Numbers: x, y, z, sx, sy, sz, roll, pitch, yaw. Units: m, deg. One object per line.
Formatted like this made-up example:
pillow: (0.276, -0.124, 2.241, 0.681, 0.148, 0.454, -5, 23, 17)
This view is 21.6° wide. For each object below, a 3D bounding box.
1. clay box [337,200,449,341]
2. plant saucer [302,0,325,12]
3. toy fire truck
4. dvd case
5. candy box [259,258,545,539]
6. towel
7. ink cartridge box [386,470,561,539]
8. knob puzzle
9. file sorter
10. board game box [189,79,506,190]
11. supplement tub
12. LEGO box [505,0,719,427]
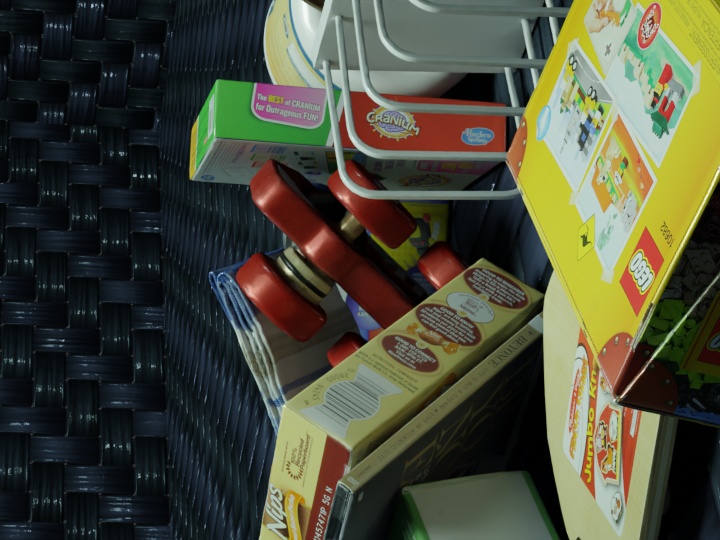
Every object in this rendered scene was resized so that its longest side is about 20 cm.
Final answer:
clay box: (0.004, 0.034, 1.431, 0.048, 0.115, 0.200, -172, 84, -79)
plant saucer: (0.024, -0.226, 1.210, 0.200, 0.200, 0.037, 111, 174, -58)
toy fire truck: (0.000, 0.000, 1.293, 0.112, 0.200, 0.168, -46, 14, 5)
dvd case: (0.042, 0.123, 1.122, 0.016, 0.200, 0.149, 35, 137, 21)
candy box: (0.027, 0.088, 1.141, 0.055, 0.200, 0.116, 33, 133, 24)
towel: (-0.024, 0.076, 1.310, 0.147, 0.024, 0.200, -21, -94, -61)
ink cartridge box: (0.064, 0.236, 1.093, 0.200, 0.084, 0.146, 104, 152, -45)
knob puzzle: (0.135, 0.049, 0.978, 0.220, 0.030, 0.220, -178, 90, -79)
file sorter: (0.060, -0.144, 1.139, 0.200, 0.139, 0.125, 110, 156, -56)
board game box: (-0.013, -0.089, 1.328, 0.153, 0.200, 0.040, 146, 127, -76)
supplement tub: (0.006, -0.177, 1.393, 0.200, 0.144, 0.145, 150, 122, -76)
LEGO box: (0.140, -0.052, 0.786, 0.200, 0.077, 0.149, -106, 33, -57)
